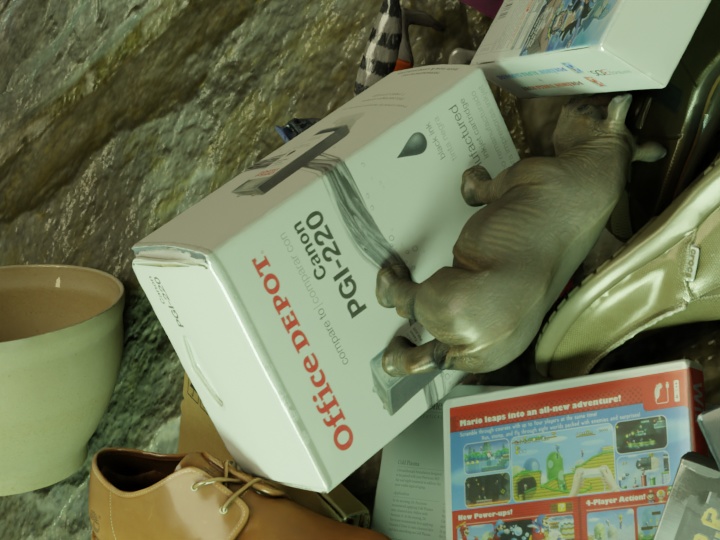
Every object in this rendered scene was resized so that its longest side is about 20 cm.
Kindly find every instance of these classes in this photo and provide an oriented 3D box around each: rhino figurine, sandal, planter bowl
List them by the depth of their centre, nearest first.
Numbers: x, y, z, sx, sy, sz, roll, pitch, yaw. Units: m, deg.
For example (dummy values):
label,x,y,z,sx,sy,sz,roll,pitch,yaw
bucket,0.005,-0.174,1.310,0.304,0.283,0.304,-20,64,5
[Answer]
label,x,y,z,sx,sy,sz,roll,pitch,yaw
rhino figurine,0.088,-0.026,0.795,0.200,0.060,0.087,-51,28,-22
sandal,0.183,-0.102,0.821,0.082,0.055,0.200,51,130,53
planter bowl,-0.271,0.087,1.197,0.200,0.200,0.135,20,119,51

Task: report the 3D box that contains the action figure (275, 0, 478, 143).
label,x,y,z,sx,sy,sz,roll,pitch,yaw
action figure,-0.013,-0.083,1.005,0.194,0.105,0.200,-55,43,6

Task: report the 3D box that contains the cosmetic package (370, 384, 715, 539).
label,x,y,z,sx,sy,sz,roll,pitch,yaw
cosmetic package,0.087,0.138,0.837,0.200,0.052,0.151,-2,78,50

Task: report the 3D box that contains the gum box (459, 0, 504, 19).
label,x,y,z,sx,sy,sz,roll,pitch,yaw
gum box,0.031,-0.232,0.997,0.066,0.113,0.200,-59,41,16

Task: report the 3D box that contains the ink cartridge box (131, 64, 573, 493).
label,x,y,z,sx,sy,sz,roll,pitch,yaw
ink cartridge box,0.000,0.000,0.841,0.200,0.146,0.085,-36,22,-28

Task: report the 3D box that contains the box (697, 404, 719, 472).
label,x,y,z,sx,sy,sz,roll,pitch,yaw
box,0.249,0.089,0.539,0.200,0.104,0.182,-28,78,25

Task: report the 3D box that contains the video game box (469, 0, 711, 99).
label,x,y,z,sx,sy,sz,roll,pitch,yaw
video game box,0.147,-0.186,0.821,0.200,0.047,0.182,-62,14,-3

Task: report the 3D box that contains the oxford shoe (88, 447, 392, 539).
label,x,y,z,sx,sy,sz,roll,pitch,yaw
oxford shoe,-0.066,0.131,0.817,0.200,0.071,0.071,5,114,31

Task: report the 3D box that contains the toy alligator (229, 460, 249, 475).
label,x,y,z,sx,sy,sz,roll,pitch,yaw
toy alligator,-0.014,0.178,0.860,0.054,0.059,0.200,-26,62,3

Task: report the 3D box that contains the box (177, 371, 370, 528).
label,x,y,z,sx,sy,sz,roll,pitch,yaw
box,-0.064,0.169,0.989,0.200,0.021,0.164,38,127,48

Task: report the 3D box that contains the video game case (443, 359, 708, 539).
label,x,y,z,sx,sy,sz,roll,pitch,yaw
video game case,0.102,0.151,0.756,0.143,0.017,0.200,-13,70,37

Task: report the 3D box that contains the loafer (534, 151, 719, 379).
label,x,y,z,sx,sy,sz,roll,pitch,yaw
loafer,0.162,0.001,0.775,0.067,0.076,0.200,47,126,7

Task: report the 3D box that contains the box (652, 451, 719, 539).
label,x,y,z,sx,sy,sz,roll,pitch,yaw
box,0.175,0.195,0.651,0.158,0.048,0.200,19,91,17
